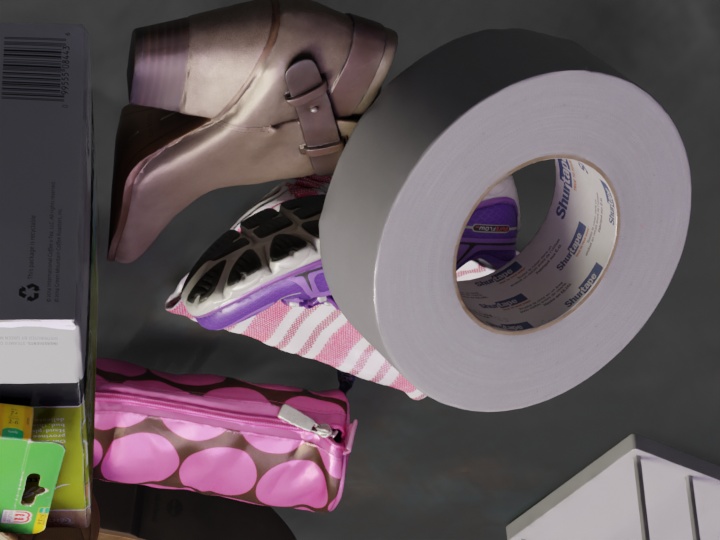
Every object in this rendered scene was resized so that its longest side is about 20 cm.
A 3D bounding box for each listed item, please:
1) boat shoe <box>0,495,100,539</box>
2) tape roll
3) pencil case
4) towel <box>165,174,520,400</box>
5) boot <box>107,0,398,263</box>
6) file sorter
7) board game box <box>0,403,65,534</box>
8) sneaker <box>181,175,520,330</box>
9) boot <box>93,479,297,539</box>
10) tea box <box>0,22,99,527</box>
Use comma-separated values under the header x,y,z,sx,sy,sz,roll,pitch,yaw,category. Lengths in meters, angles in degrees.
x,y,z,sx,sy,sz,roll,pitch,yaw,category
-0.242,0.117,1.580,0.200,0.072,0.065,34,147,-30,boat shoe
0.079,-0.027,1.436,0.199,0.066,0.201,-14,121,-25,tape roll
-0.104,0.097,1.653,0.199,0.091,0.094,7,173,-14,pencil case
0.002,0.015,1.597,0.199,0.030,0.146,21,137,-28,towel
-0.059,-0.070,1.450,0.145,0.071,0.200,2,143,-11,boot
0.223,0.223,1.810,0.199,0.125,0.139,21,137,-29,file sorter
-0.254,0.094,1.354,0.199,0.030,0.096,9,144,-9,board game box
0.000,0.000,1.478,0.199,0.081,0.084,-17,110,-12,sneaker
-0.131,0.171,1.777,0.199,0.074,0.075,25,154,-26,boot
-0.209,0.005,1.426,0.133,0.201,0.197,1,144,-4,tea box
